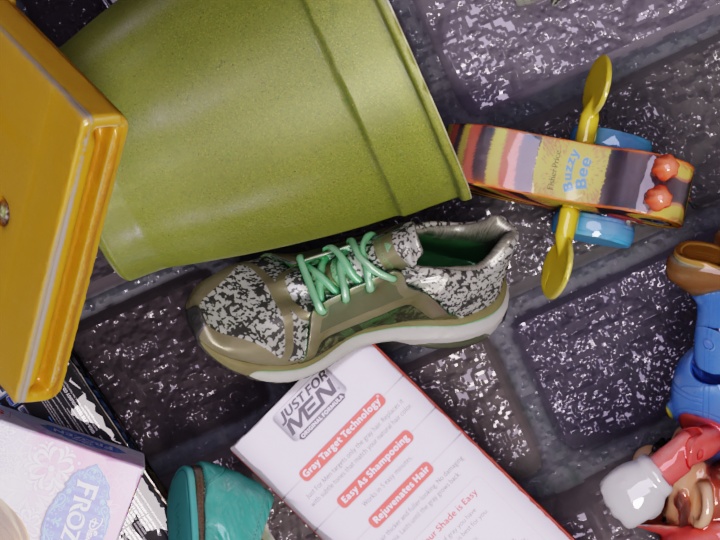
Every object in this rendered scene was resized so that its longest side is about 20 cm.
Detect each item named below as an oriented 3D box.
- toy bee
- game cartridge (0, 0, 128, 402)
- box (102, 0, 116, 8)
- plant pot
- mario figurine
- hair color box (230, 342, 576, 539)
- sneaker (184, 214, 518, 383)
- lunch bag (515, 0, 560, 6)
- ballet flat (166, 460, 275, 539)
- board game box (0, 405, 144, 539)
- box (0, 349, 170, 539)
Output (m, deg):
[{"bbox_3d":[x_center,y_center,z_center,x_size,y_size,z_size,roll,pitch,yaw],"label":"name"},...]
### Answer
[{"bbox_3d":[0.142,-0.056,1.508,0.200,0.109,0.131,-9,84,2],"label":"toy bee"},{"bbox_3d":[-0.198,-0.058,1.428,0.200,0.032,0.176,47,131,40],"label":"game cartridge"},{"bbox_3d":[-0.122,-0.263,1.542,0.164,0.086,0.200,-34,86,0],"label":"box"},{"bbox_3d":[-0.069,-0.091,1.459,0.193,0.200,0.200,-24,86,1],"label":"plant pot"},{"bbox_3d":[0.181,0.074,1.499,0.123,0.106,0.200,-2,109,-17],"label":"mario figurine"},{"bbox_3d":[0.033,0.135,1.524,0.102,0.061,0.200,-45,86,-1],"label":"hair color box"},{"bbox_3d":[0.000,0.000,1.469,0.200,0.089,0.077,-11,60,-27],"label":"sneaker"},{"bbox_3d":[0.139,-0.243,1.491,0.164,0.200,0.118,-13,45,9],"label":"lunch bag"},{"bbox_3d":[-0.071,0.196,1.459,0.070,0.067,0.200,13,58,-17],"label":"ballet flat"},{"bbox_3d":[-0.243,0.163,1.481,0.199,0.041,0.200,19,97,-8],"label":"board game box"},{"bbox_3d":[-0.229,0.123,1.521,0.198,0.050,0.200,-33,100,1],"label":"box"}]
